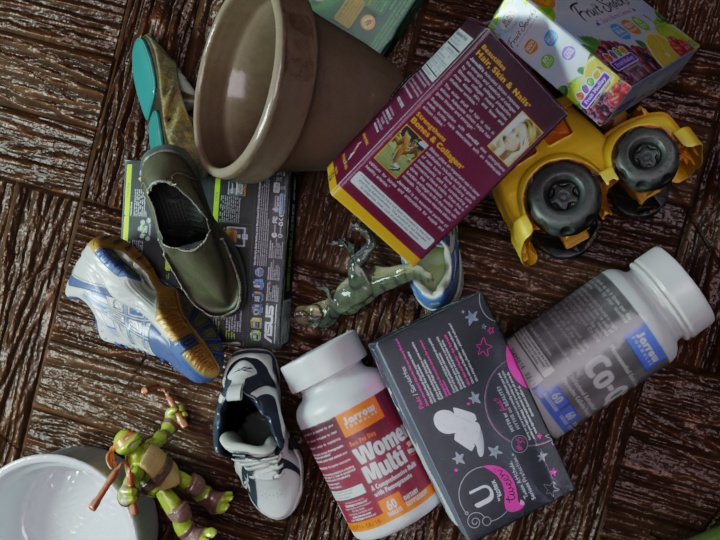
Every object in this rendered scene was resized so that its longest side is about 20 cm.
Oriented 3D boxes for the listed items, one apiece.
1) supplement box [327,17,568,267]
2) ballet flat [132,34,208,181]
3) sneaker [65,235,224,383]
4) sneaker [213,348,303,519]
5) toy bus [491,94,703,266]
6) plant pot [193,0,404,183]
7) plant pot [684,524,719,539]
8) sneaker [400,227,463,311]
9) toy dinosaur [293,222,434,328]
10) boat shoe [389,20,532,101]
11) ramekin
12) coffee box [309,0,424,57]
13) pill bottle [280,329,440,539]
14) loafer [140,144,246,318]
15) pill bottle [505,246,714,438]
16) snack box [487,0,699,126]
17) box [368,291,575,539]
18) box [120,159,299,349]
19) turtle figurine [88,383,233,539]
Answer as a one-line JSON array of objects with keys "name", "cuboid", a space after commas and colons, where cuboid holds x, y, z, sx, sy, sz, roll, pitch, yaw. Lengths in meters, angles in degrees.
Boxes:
[{"name": "supplement box", "cuboid": [0.075, -0.119, 0.817, 0.110, 0.086, 0.200, 40, 104, -19]}, {"name": "ballet flat", "cuboid": [-0.206, -0.174, 0.968, 0.070, 0.071, 0.201, -22, 61, 7]}, {"name": "sneaker", "cuboid": [-0.232, 0.056, 0.950, 0.200, 0.075, 0.088, 45, 110, 10]}, {"name": "sneaker", "cuboid": [-0.111, 0.193, 0.931, 0.079, 0.130, 0.200, -1, 105, 6]}, {"name": "toy bus", "cuboid": [0.216, -0.127, 0.903, 0.199, 0.136, 0.193, -28, 71, 6]}, {"name": "plant pot", "cuboid": [-0.052, -0.177, 0.892, 0.174, 0.200, 0.201, 7, 93, -31]}, {"name": "plant pot", "cuboid": [0.334, 0.350, 0.877, 0.189, 0.200, 0.201, -30, 88, -6]}, {"name": "sneaker", "cuboid": [0.074, -0.055, 0.938, 0.075, 0.077, 0.201, -12, 89, 9]}, {"name": "toy dinosaur", "cuboid": [0.000, 0.000, 0.942, 0.200, 0.047, 0.089, -25, 75, 43]}, {"name": "boat shoe", "cuboid": [0.102, -0.199, 0.904, 0.200, 0.060, 0.076, -29, 120, -24]}, {"name": "ramekin", "cuboid": [-0.326, 0.295, 0.990, 0.199, 0.098, 0.202, 0, 92, 8]}, {"name": "coffee box", "cuboid": [-0.026, -0.331, 0.960, 0.200, 0.044, 0.123, 34, 95, 5]}, {"name": "pill bottle", "cuboid": [-0.001, 0.172, 0.938, 0.109, 0.110, 0.201, -27, 89, 7]}, {"name": "loafer", "cuboid": [-0.176, -0.027, 0.902, 0.075, 0.070, 0.201, -18, 118, 8]}, {"name": "pill bottle", "cuboid": [0.248, 0.071, 0.901, 0.200, 0.114, 0.114, -36, 87, 7]}, {"name": "snack box", "cuboid": [0.229, -0.224, 0.849, 0.142, 0.200, 0.053, 43, 131, 13]}, {"name": "box", "cuboid": [0.099, 0.137, 0.856, 0.114, 0.132, 0.201, -24, 86, -5]}, {"name": "box", "cuboid": [-0.172, -0.019, 0.988, 0.192, 0.048, 0.201, 4, 93, 10]}, {"name": "turtle figurine", "cuboid": [-0.218, 0.228, 0.949, 0.064, 0.200, 0.161, -33, 108, 21]}]
